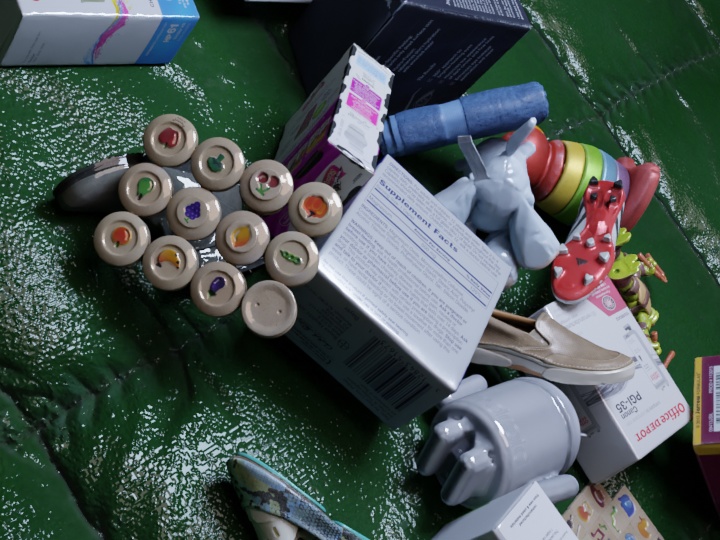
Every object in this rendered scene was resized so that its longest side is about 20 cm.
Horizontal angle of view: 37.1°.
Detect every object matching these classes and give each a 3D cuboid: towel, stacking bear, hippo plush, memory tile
[{"bbox_3d":[0.114,-0.174,1.236,0.198,0.112,0.049,-13,92,2],"label":"towel"},{"bbox_3d":[0.263,-0.123,1.387,0.198,0.121,0.115,21,97,-15],"label":"stacking bear"},{"bbox_3d":[0.139,-0.089,1.260,0.161,0.158,0.202,-86,162,-65],"label":"hippo plush"},{"bbox_3d":[-0.128,-0.041,0.961,0.198,0.017,0.154,25,80,4],"label":"memory tile"}]

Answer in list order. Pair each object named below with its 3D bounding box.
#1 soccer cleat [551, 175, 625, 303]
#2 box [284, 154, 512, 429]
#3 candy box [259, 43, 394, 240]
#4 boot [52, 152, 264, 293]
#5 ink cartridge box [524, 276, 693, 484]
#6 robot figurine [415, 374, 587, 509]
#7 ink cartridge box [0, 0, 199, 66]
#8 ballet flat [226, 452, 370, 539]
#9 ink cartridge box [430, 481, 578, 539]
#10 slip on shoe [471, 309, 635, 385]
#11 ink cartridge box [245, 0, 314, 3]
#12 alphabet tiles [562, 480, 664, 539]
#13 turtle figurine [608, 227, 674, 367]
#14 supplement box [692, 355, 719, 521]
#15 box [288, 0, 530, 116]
[{"bbox_3d":[0.274,-0.025,1.279,0.068,0.086,0.201,11,51,18],"label":"soccer cleat"},{"bbox_3d":[0.030,0.019,1.078,0.184,0.105,0.200,42,44,-8],"label":"box"},{"bbox_3d":[-0.035,-0.127,1.110,0.061,0.136,0.201,33,36,-18],"label":"candy box"},{"bbox_3d":[-0.182,-0.041,1.021,0.199,0.068,0.132,-9,75,-39],"label":"boot"},{"bbox_3d":[0.282,0.126,1.260,0.146,0.083,0.201,-20,75,-44],"label":"ink cartridge box"},{"bbox_3d":[0.150,0.176,1.106,0.199,0.113,0.170,-12,51,-42],"label":"robot figurine"},{"bbox_3d":[-0.283,-0.289,1.078,0.199,0.085,0.146,-12,71,-40],"label":"ink cartridge box"},{"bbox_3d":[-0.046,0.240,0.951,0.199,0.074,0.075,36,47,-11],"label":"ballet flat"},{"bbox_3d":[0.159,0.320,1.002,0.084,0.145,0.201,-34,86,-45],"label":"ink cartridge box"},{"bbox_3d":[0.199,0.078,1.164,0.076,0.198,0.061,-22,119,-65],"label":"slip on shoe"},{"bbox_3d":[-0.080,-0.389,1.270,0.199,0.088,0.146,-11,51,-39],"label":"ink cartridge box"},{"bbox_3d":[0.298,0.339,1.197,0.167,0.008,0.201,-34,86,-45],"label":"alphabet tiles"},{"bbox_3d":[0.349,0.021,1.377,0.162,0.064,0.201,54,34,-40],"label":"turtle figurine"},{"bbox_3d":[0.469,0.210,1.285,0.201,0.102,0.132,58,34,-40],"label":"supplement box"},{"bbox_3d":[0.054,-0.282,1.258,0.198,0.196,0.118,-1,63,-38],"label":"box"}]
